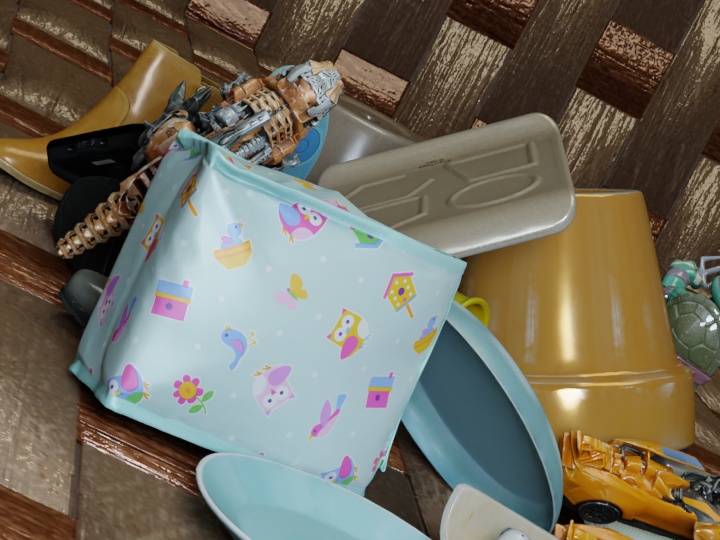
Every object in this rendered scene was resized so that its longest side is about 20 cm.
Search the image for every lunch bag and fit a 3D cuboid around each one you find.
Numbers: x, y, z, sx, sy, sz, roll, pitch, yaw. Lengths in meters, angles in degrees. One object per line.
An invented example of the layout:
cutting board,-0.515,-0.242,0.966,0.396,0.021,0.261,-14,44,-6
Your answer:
lunch bag,-0.048,0.032,1.297,0.199,0.172,0.122,23,1,-24

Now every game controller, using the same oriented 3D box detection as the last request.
game controller,-0.153,-0.075,1.563,0.104,0.042,0.199,32,-18,-26

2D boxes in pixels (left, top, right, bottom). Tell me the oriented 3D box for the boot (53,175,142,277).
boot,-0.115,0.008,1.563,0.203,0.074,0.153,27,-2,36

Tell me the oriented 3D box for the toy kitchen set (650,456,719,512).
toy kitchen set,0.286,0.150,1.661,0.179,0.164,0.200,26,10,-13

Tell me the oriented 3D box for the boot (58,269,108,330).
boot,-0.084,0.015,1.399,0.199,0.131,0.068,29,11,3

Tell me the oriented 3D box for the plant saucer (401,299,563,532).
plant saucer,0.071,0.087,1.417,0.200,0.027,0.201,48,-21,25

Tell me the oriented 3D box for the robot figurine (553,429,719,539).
robot figurine,0.217,0.183,1.447,0.198,0.058,0.146,19,55,-13

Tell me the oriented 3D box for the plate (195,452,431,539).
plate,-0.006,0.162,1.186,0.199,0.026,0.200,27,9,-5

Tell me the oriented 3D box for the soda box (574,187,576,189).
soda box,0.099,0.005,1.766,0.070,0.201,0.063,22,11,-35

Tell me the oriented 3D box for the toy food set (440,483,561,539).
toy food set,0.144,0.201,1.215,0.143,0.061,0.200,34,7,-41

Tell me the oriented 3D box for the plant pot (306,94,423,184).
plant pot,-0.033,-0.051,1.763,0.199,0.176,0.200,26,11,-5

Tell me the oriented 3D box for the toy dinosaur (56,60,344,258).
toy dinosaur,-0.105,-0.075,1.381,0.198,0.103,0.136,-12,2,-4

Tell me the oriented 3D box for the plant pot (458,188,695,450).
plant pot,0.144,0.034,1.582,0.198,0.185,0.200,-1,4,0

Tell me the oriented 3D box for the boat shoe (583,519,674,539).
boat shoe,0.239,0.207,1.532,0.199,0.072,0.068,32,2,-3

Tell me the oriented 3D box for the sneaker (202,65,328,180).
sneaker,-0.099,-0.098,1.631,0.079,0.201,0.131,-3,44,-36

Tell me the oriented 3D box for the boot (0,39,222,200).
boot,-0.202,-0.123,1.741,0.200,0.145,0.071,19,12,-44

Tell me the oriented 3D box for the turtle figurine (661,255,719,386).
turtle figurine,0.261,0.055,1.669,0.100,0.200,0.150,4,47,-41

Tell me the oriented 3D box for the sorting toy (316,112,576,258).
sorting toy,0.055,-0.044,1.492,0.183,0.037,0.200,-14,21,6

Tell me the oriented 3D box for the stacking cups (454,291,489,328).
stacking cups,0.000,0.000,1.539,0.199,0.061,0.060,33,11,30

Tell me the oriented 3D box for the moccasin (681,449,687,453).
moccasin,0.172,0.123,1.759,0.199,0.069,0.081,26,10,-13
